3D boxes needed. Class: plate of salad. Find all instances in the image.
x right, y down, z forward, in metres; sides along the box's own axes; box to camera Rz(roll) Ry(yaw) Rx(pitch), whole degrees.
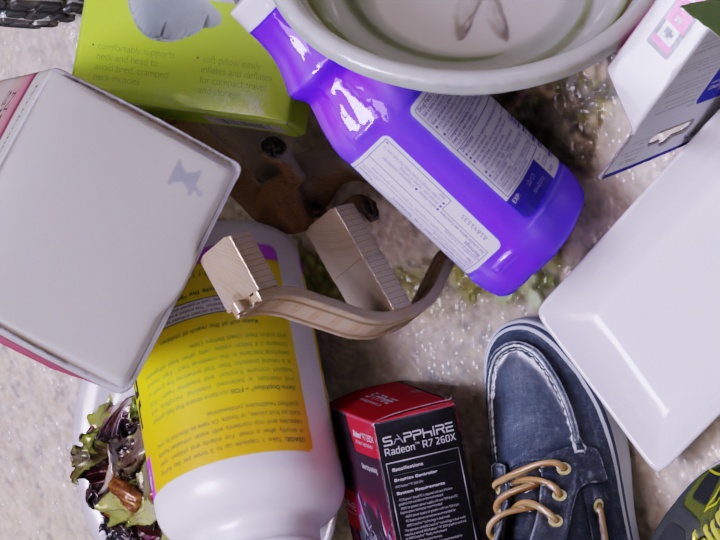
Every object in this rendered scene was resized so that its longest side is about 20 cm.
[{"bbox_3d":[-0.096,0.108,1.631,0.199,0.048,0.202,3,96,35],"label":"plate of salad"}]

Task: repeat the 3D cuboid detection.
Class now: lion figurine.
[{"bbox_3d":[-0.069,-0.070,1.561,0.200,0.072,0.123,47,152,15],"label":"lion figurine"}]

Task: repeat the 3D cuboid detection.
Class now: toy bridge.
[{"bbox_3d":[0.000,0.000,1.433,0.027,0.199,0.068,-37,78,37],"label":"toy bridge"}]

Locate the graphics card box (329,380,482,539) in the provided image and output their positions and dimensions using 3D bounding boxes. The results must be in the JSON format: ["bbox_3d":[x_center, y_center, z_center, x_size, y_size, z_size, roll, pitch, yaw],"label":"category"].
[{"bbox_3d":[0.033,0.165,1.506,0.125,0.051,0.202,-170,67,-77],"label":"graphics card box"}]

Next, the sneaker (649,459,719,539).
[{"bbox_3d":[0.193,0.116,1.370,0.200,0.084,0.075,-42,72,39],"label":"sneaker"}]

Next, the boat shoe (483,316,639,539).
[{"bbox_3d":[0.094,0.121,1.443,0.071,0.091,0.202,-22,80,33],"label":"boat shoe"}]

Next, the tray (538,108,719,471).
[{"bbox_3d":[0.177,0.000,1.398,0.108,0.022,0.200,54,129,18],"label":"tray"}]

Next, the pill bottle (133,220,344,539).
[{"bbox_3d":[-0.067,0.082,1.529,0.104,0.104,0.201,-33,59,41],"label":"pill bottle"}]

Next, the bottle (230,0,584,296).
[{"bbox_3d":[0.022,-0.078,1.427,0.200,0.084,0.065,42,121,-8],"label":"bottle"}]

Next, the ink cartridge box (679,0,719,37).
[{"bbox_3d":[0.253,-0.077,1.224,0.200,0.145,0.048,45,122,21],"label":"ink cartridge box"}]

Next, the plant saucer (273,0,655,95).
[{"bbox_3d":[0.053,-0.144,1.376,0.200,0.200,0.050,35,148,30],"label":"plant saucer"}]

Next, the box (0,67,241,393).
[{"bbox_3d":[-0.155,-0.022,1.450,0.129,0.108,0.200,-63,14,-6],"label":"box"}]

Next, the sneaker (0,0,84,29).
[{"bbox_3d":[-0.171,-0.221,1.628,0.200,0.078,0.090,-52,48,32],"label":"sneaker"}]

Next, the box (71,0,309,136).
[{"bbox_3d":[-0.075,-0.178,1.484,0.121,0.048,0.202,7,85,10],"label":"box"}]

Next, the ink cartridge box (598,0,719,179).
[{"bbox_3d":[0.177,-0.130,1.316,0.037,0.094,0.200,45,126,18],"label":"ink cartridge box"}]
